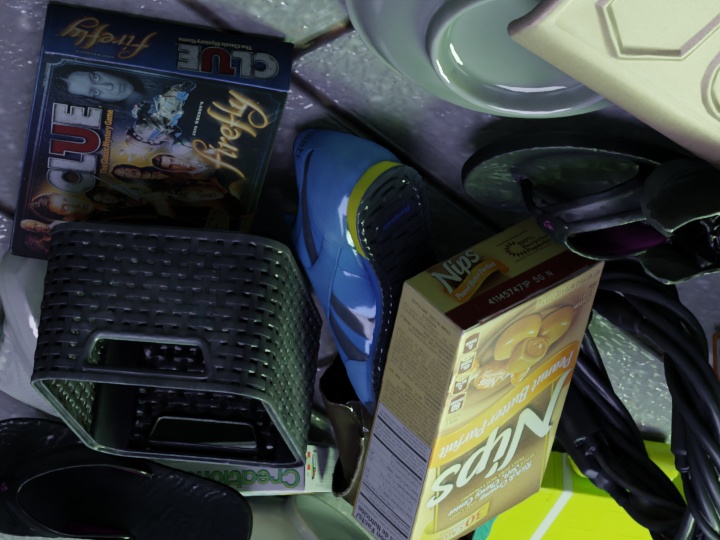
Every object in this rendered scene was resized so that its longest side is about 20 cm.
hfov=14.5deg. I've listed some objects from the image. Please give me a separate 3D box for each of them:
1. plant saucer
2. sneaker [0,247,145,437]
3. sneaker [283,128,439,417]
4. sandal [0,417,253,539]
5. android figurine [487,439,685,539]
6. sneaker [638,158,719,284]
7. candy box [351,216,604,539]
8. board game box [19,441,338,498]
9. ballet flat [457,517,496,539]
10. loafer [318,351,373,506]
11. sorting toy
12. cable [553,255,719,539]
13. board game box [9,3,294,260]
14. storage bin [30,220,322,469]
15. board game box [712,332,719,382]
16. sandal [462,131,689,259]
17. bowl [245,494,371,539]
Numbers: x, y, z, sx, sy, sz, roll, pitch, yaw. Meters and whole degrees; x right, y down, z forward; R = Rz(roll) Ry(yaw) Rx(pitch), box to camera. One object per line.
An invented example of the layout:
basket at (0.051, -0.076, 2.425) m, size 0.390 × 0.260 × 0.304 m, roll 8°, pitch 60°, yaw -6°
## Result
plant saucer at (0.088, -0.129, 1.458) m, size 0.200 × 0.050 × 0.200 m, roll 3°, pitch 147°, yaw 2°
sneaker at (-0.200, 0.047, 1.742) m, size 0.088 × 0.075 × 0.200 m, roll 6°, pitch 150°, yaw 18°
sneaker at (0.000, 0.000, 1.633) m, size 0.078 × 0.066 × 0.200 m, roll 29°, pitch 145°, yaw 35°
sandal at (-0.166, 0.138, 1.753) m, size 0.200 × 0.075 × 0.048 m, roll 11°, pitch -178°, yaw 8°
android figurine at (0.144, 0.164, 1.903) m, size 0.200 × 0.041 × 0.182 m, roll 10°, pitch 146°, yaw -10°
sneaker at (0.229, -0.025, 1.517) m, size 0.200 × 0.104 × 0.060 m, roll 0°, pitch 106°, yaw -20°
candy box at (0.067, 0.071, 1.658) m, size 0.115 × 0.055 × 0.200 m, roll -26°, pitch 143°, yaw -34°
board game box at (-0.122, 0.130, 1.836) m, size 0.200 × 0.035 × 0.126 m, roll -2°, pitch 175°, yaw 9°
ballet flat at (0.056, 0.149, 1.815) m, size 0.067 × 0.070 × 0.200 m, roll 27°, pitch 133°, yaw 19°
loafer at (0.008, 0.075, 1.765) m, size 0.071 × 0.073 × 0.200 m, roll 13°, pitch 136°, yaw -6°
sorting toy at (0.199, -0.143, 1.402) m, size 0.185 × 0.036 × 0.200 m, roll 28°, pitch 125°, yaw -37°
cable at (0.170, 0.078, 1.655) m, size 0.051 × 0.200 × 0.163 m, roll -15°, pitch 145°, yaw -26°
board game box at (-0.121, -0.066, 1.588) m, size 0.135 × 0.035 × 0.200 m, roll 9°, pitch 146°, yaw -7°
storage bin at (-0.102, 0.046, 1.632) m, size 0.135 × 0.094 × 0.200 m, roll 4°, pitch 165°, yaw 8°
board game box at (0.344, 0.146, 1.710) m, size 0.200 × 0.200 × 0.200 m, roll -15°, pitch 142°, yaw 26°
sandal at (0.156, -0.034, 1.582) m, size 0.200 × 0.048 × 0.075 m, roll 10°, pitch 146°, yaw -11°
bowl at (-0.039, 0.212, 1.897) m, size 0.201 × 0.201 × 0.090 m, roll 33°, pitch 104°, yaw -36°
